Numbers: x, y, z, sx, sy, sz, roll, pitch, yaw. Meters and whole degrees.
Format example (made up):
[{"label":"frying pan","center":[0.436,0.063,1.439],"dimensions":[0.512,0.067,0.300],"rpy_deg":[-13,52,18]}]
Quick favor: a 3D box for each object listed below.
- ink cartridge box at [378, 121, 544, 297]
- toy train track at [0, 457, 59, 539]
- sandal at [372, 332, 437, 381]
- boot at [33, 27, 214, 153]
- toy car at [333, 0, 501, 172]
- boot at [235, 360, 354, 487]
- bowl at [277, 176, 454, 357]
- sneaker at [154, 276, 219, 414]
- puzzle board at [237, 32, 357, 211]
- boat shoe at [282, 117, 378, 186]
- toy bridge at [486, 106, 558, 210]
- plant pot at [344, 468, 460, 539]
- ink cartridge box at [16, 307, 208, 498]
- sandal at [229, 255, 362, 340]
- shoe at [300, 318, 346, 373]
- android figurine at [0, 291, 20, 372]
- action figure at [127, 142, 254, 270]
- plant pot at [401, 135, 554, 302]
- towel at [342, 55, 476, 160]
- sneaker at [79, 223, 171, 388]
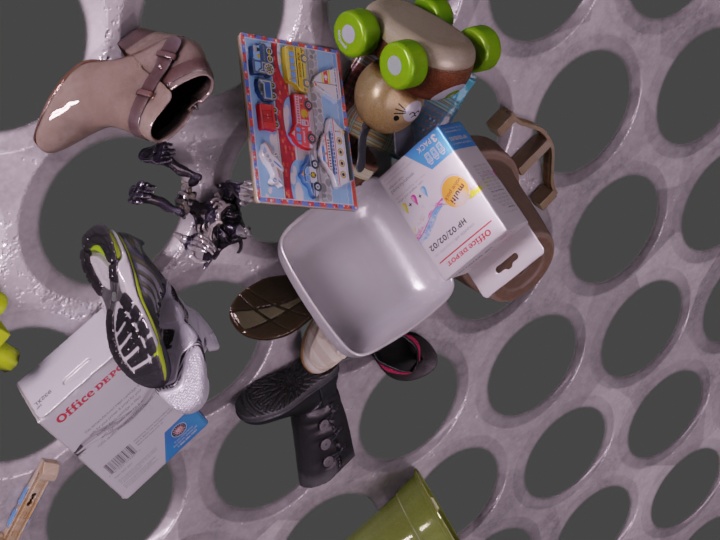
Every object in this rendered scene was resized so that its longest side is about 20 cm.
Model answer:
[{"label":"ink cartridge box","center":[0.127,-0.071,1.711],"dimensions":[0.115,0.201,0.068],"rpy_deg":[-40,168,31]},{"label":"toy train track","center":[-0.433,0.332,1.725],"dimensions":[0.114,0.032,0.202],"rpy_deg":[18,105,-44]},{"label":"sandal","center":[0.050,0.115,1.957],"dimensions":[0.075,0.045,0.199],"rpy_deg":[-51,137,2]},{"label":"boot","center":[-0.248,-0.175,1.443],"dimensions":[0.200,0.146,0.070],"rpy_deg":[-48,138,-1]},{"label":"toy car","center":[0.051,-0.211,1.639],"dimensions":[0.163,0.157,0.202],"rpy_deg":[-19,136,-42]},{"label":"boot","center":[-0.090,0.228,1.915],"dimensions":[0.163,0.066,0.202],"rpy_deg":[-25,136,-21]},{"label":"bowl","center":[0.000,0.000,1.754],"dimensions":[0.199,0.201,0.075],"rpy_deg":[-33,177,-27]},{"label":"sneaker","center":[-0.210,0.101,1.634],"dimensions":[0.075,0.201,0.115],"rpy_deg":[-33,143,6]},{"label":"puzzle board","center":[-0.070,-0.173,1.591],"dimensions":[0.149,0.017,0.203],"rpy_deg":[2,76,-40]},{"label":"boat shoe","center":[-0.068,-0.147,1.666],"dimensions":[0.075,0.075,0.201],"rpy_deg":[-41,132,23]},{"label":"toy bridge","center":[0.243,-0.166,1.932],"dimensions":[0.067,0.027,0.200],"rpy_deg":[-45,137,-6]},{"label":"plant pot","center":[0.059,0.444,2.110],"dimensions":[0.188,0.201,0.201],"rpy_deg":[-31,135,1]},{"label":"ink cartridge box","center":[-0.304,0.165,1.678],"dimensions":[0.145,0.084,0.201],"rpy_deg":[-41,136,-7]},{"label":"sandal","center":[-0.085,0.032,1.786],"dimensions":[0.199,0.082,0.055],"rpy_deg":[-36,171,-28]},{"label":"shoe","center":[-0.012,0.055,1.843],"dimensions":[0.070,0.053,0.201],"rpy_deg":[38,85,-10]},{"label":"android figurine","center":[-0.477,0.083,1.512],"dimensions":[0.183,0.041,0.200],"rpy_deg":[-50,137,1]},{"label":"action figure","center":[-0.182,-0.067,1.606],"dimensions":[0.199,0.101,0.120],"rpy_deg":[33,85,-45]},{"label":"plant pot","center":[0.166,-0.052,1.827],"dimensions":[0.198,0.175,0.202],"rpy_deg":[-26,141,-23]},{"label":"towel","center":[0.053,-0.220,1.747],"dimensions":[0.199,0.022,0.148],"rpy_deg":[19,105,-44]},{"label":"sneaker","center":[-0.253,0.039,1.570],"dimensions":[0.073,0.203,0.080],"rpy_deg":[-30,163,35]}]
